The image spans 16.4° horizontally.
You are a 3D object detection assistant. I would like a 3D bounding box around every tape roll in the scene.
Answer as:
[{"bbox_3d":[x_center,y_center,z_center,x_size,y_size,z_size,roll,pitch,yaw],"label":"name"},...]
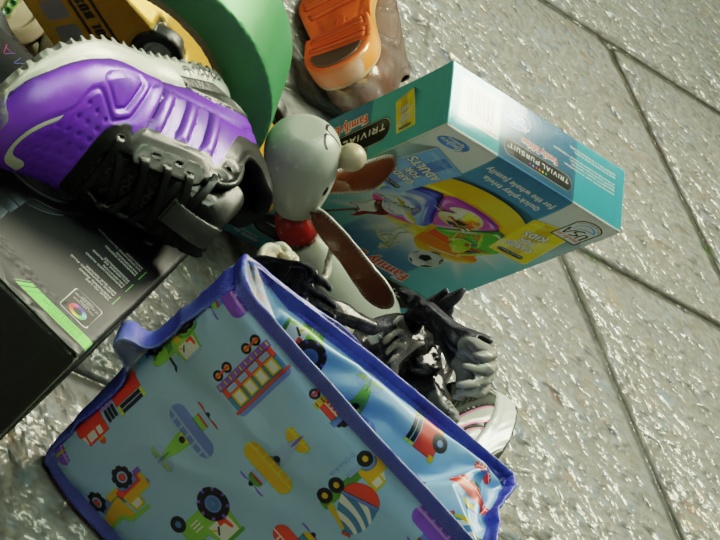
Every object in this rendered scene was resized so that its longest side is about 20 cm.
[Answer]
[{"bbox_3d":[-0.138,-0.124,1.357,0.200,0.200,0.048,37,47,-22],"label":"tape roll"}]

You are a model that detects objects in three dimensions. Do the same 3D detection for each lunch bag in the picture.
[{"bbox_3d":[-0.049,0.101,1.225,0.200,0.151,0.094,43,24,-9],"label":"lunch bag"}]

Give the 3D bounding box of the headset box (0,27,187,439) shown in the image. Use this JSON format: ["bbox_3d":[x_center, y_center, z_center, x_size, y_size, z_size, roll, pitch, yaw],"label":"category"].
[{"bbox_3d":[-0.196,-0.019,1.237,0.174,0.093,0.200,46,25,-2],"label":"headset box"}]

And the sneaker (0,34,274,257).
[{"bbox_3d":[-0.106,-0.054,1.236,0.200,0.070,0.100,-2,55,-57],"label":"sneaker"}]

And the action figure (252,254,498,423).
[{"bbox_3d":[0.006,0.058,1.324,0.200,0.119,0.102,22,22,-53],"label":"action figure"}]

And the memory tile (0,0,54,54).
[{"bbox_3d":[-0.173,-0.214,1.498,0.153,0.017,0.200,34,66,-10],"label":"memory tile"}]

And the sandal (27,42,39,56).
[{"bbox_3d":[-0.170,-0.171,1.532,0.078,0.070,0.212,24,33,-53],"label":"sandal"}]

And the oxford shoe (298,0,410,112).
[{"bbox_3d":[0.000,-0.169,1.841,0.073,0.071,0.200,58,22,-28],"label":"oxford shoe"}]

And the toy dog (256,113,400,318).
[{"bbox_3d":[0.000,0.000,1.426,0.200,0.096,0.132,78,12,-66],"label":"toy dog"}]

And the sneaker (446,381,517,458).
[{"bbox_3d":[0.032,0.106,1.449,0.086,0.080,0.200,34,20,-4],"label":"sneaker"}]

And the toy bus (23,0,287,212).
[{"bbox_3d":[-0.113,-0.115,1.447,0.200,0.078,0.065,57,34,-39],"label":"toy bus"}]

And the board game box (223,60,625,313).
[{"bbox_3d":[0.037,-0.043,1.526,0.151,0.200,0.047,29,54,-34],"label":"board game box"}]
